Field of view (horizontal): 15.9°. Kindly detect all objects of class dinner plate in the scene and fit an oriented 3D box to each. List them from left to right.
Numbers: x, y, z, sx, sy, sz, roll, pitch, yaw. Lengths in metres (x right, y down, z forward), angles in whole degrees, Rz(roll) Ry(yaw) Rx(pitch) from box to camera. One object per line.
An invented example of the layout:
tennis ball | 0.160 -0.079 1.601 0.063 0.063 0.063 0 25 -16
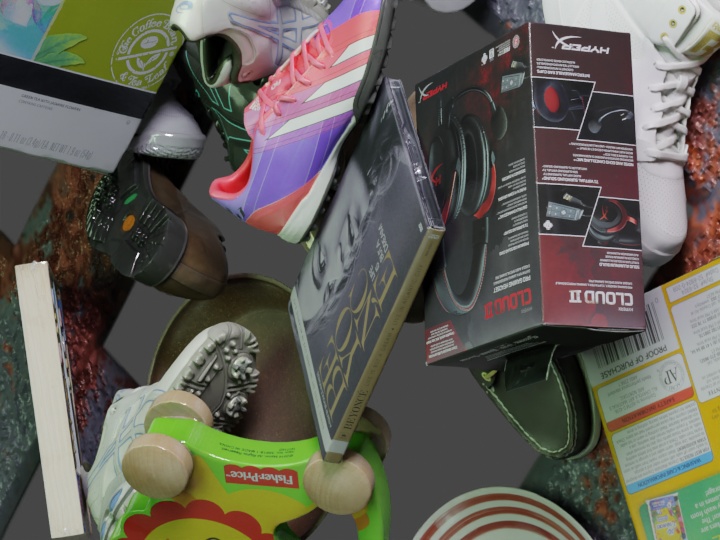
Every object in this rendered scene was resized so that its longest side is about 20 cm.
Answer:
dinner plate | 0.099 0.241 1.673 0.199 0.024 0.202 0 90 40

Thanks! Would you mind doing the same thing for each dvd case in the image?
dvd case | 0.000 0.000 1.636 0.149 0.016 0.201 -105 30 -47

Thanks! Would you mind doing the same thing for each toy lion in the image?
toy lion | -0.076 0.180 1.742 0.198 0.069 0.193 3 124 13

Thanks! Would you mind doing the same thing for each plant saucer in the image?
plant saucer | -0.071 0.103 1.816 0.199 0.037 0.202 -1 88 41

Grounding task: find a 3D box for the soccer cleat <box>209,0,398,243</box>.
soccer cleat | -0.034 -0.110 1.658 0.068 0.073 0.201 -85 17 -58

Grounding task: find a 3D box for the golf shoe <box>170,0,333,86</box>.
golf shoe | -0.072 -0.158 1.694 0.078 0.200 0.098 31 84 28

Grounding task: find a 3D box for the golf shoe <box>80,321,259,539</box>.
golf shoe | -0.145 0.102 1.812 0.097 0.078 0.201 50 119 36

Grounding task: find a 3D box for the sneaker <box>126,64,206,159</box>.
sneaker | -0.172 -0.165 1.880 0.200 0.075 0.116 38 117 38

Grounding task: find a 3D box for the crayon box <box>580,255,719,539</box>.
crayon box | 0.215 0.105 1.554 0.125 0.051 0.201 -27 72 38

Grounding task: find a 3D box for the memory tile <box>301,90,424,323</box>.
memory tile | 0.044 -0.043 1.692 0.199 0.017 0.154 -12 96 32

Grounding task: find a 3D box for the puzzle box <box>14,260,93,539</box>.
puzzle box | -0.225 0.100 1.901 0.025 0.133 0.202 -8 83 -3

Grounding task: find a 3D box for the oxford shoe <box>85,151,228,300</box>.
oxford shoe | -0.144 -0.027 1.846 0.073 0.084 0.200 -54 29 12

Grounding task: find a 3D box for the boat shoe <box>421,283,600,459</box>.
boat shoe | 0.084 0.034 1.640 0.072 0.060 0.202 -31 84 30

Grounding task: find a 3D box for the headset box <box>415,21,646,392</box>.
headset box | 0.100 -0.030 1.538 0.148 0.075 0.202 -22 67 62

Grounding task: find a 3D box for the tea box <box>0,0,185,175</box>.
tea box | -0.228 -0.194 1.753 0.134 0.199 0.198 42 111 37

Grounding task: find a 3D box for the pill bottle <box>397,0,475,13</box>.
pill bottle | -0.001 -0.243 1.708 0.200 0.111 0.112 31 109 37

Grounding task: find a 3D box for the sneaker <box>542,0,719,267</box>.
sneaker | 0.183 -0.113 1.570 0.115 0.073 0.201 -27 71 41

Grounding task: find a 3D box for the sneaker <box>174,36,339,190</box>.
sneaker | -0.082 -0.111 1.802 0.200 0.075 0.080 40 117 34
